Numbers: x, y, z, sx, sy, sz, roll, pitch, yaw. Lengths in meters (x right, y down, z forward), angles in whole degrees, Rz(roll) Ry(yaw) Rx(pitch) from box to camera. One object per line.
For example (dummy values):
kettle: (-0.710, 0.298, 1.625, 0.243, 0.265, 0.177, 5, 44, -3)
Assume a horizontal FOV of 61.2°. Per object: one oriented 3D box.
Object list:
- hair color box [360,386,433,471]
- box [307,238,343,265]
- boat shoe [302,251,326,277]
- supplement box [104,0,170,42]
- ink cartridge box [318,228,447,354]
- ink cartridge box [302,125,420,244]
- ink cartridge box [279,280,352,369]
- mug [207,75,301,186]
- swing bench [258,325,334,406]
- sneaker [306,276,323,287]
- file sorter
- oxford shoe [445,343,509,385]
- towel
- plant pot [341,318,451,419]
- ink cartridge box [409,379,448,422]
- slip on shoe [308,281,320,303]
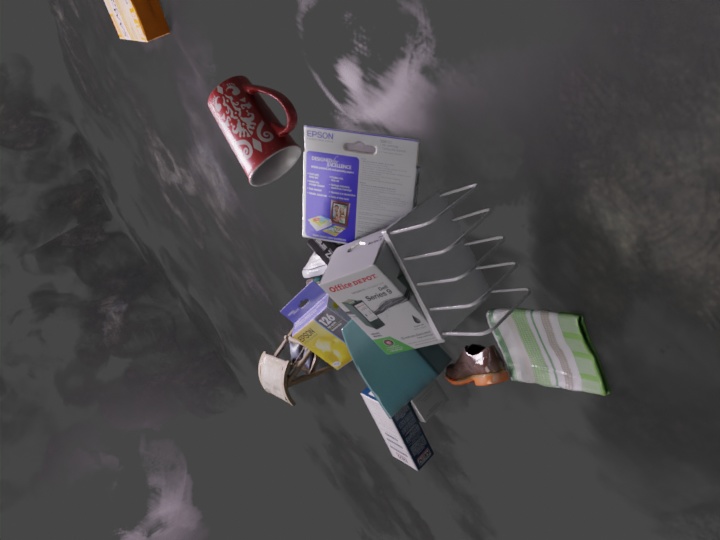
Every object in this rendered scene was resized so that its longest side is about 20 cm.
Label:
hair color box: (0.085, 0.352, 1.397, 0.099, 0.060, 0.203, 12, 133, 55)
box: (0.000, 0.000, 1.237, 0.200, 0.049, 0.160, 47, -165, 20)
boat shoe: (-0.084, -0.023, 1.460, 0.198, 0.072, 0.069, -9, 88, 58)
supplement box: (-0.575, -0.660, 1.547, 0.198, 0.073, 0.129, 26, 141, 46)
ink cartridge box: (0.046, 0.042, 1.044, 0.144, 0.085, 0.200, -19, 124, 43)
ink cartridge box: (0.000, -0.138, 1.016, 0.192, 0.044, 0.205, 10, 121, 10)
ink cartridge box: (-0.079, 0.132, 1.403, 0.198, 0.048, 0.197, 35, 143, -12)
mug: (-0.218, -0.318, 1.311, 0.202, 0.176, 0.133, 55, -169, 9)
swing bench: (-0.202, 0.284, 1.845, 0.197, 0.198, 0.132, 2, 124, 58)
sneaker: (-0.072, 0.073, 1.527, 0.201, 0.078, 0.073, 62, -164, -63)
file sorter: (0.157, -0.016, 0.958, 0.124, 0.138, 0.203, -10, 112, 59)
oxford shoe: (0.218, 0.178, 1.170, 0.199, 0.070, 0.075, 154, 103, -67)
towel: (0.301, 0.132, 1.000, 0.198, 0.030, 0.152, -2, 119, 60)
plant pot: (0.063, 0.165, 1.254, 0.201, 0.141, 0.141, 49, -163, 9)
ink cartridge box: (0.093, 0.244, 1.420, 0.203, 0.087, 0.145, 59, 154, -6)
slip on shoe: (-0.072, 0.093, 1.451, 0.075, 0.060, 0.203, 26, 143, 33)
